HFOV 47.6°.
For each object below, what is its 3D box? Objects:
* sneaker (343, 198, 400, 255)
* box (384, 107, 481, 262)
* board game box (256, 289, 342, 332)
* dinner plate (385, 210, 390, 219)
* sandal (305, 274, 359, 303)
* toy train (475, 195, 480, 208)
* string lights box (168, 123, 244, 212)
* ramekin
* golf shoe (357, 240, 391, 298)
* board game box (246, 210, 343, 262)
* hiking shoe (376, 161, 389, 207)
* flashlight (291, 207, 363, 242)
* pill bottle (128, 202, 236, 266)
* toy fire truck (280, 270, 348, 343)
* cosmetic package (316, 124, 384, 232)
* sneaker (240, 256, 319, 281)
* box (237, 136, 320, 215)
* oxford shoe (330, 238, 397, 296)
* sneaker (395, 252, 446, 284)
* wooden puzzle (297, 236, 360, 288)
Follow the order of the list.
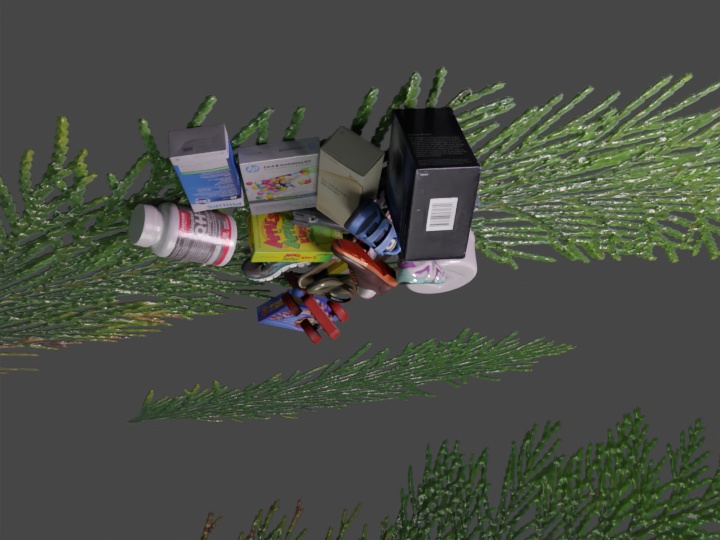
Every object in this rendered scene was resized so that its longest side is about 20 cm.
[{"bbox_3d":[0.031,-0.078,1.550,0.074,0.082,0.200,-45,162,8],"label":"sneaker"},{"bbox_3d":[0.121,-0.155,1.470,0.122,0.199,0.202,-3,130,-9],"label":"box"},{"bbox_3d":[-0.164,0.114,2.228,0.134,0.045,0.199,-28,150,36],"label":"board game box"},{"bbox_3d":[0.148,-0.101,1.830,0.197,0.024,0.201,2,136,2],"label":"dinner plate"},{"bbox_3d":[-0.051,0.051,1.927,0.080,0.058,0.200,-34,161,36],"label":"sandal"},{"bbox_3d":[0.160,-0.136,1.685,0.085,0.115,0.200,15,139,-40],"label":"toy train"},{"bbox_3d":[-0.281,-0.184,1.507,0.101,0.060,0.200,-8,156,-2],"label":"string lights box"},{"bbox_3d":[0.189,-0.022,1.988,0.198,0.099,0.201,-8,156,-4],"label":"ramekin"},{"bbox_3d":[0.019,-0.025,1.827,0.091,0.076,0.202,3,123,-26],"label":"golf shoe"},{"bbox_3d":[-0.138,-0.073,1.750,0.198,0.103,0.048,0,155,-20],"label":"board game box"},{"bbox_3d":[0.075,-0.166,1.653,0.100,0.077,0.200,10,149,-30],"label":"hiking shoe"},{"bbox_3d":[-0.045,-0.100,1.722,0.197,0.068,0.068,12,125,-1],"label":"flashlight"},{"bbox_3d":[-0.360,-0.076,1.654,0.198,0.112,0.110,10,150,-37],"label":"pill bottle"},{"bbox_3d":[-0.115,0.083,1.981,0.112,0.201,0.168,-37,175,-5],"label":"toy fire truck"},{"bbox_3d":[-0.023,-0.168,1.548,0.103,0.073,0.201,34,155,14],"label":"cosmetic package"},{"bbox_3d":[-0.181,-0.040,1.858,0.198,0.078,0.091,-19,153,-2],"label":"sneaker"},{"bbox_3d":[-0.149,-0.180,1.588,0.154,0.042,0.201,-8,155,-4],"label":"box"},{"bbox_3d":[0.000,0.000,1.748,0.073,0.071,0.199,-44,128,17],"label":"oxford shoe"},{"bbox_3d":[0.138,-0.041,1.810,0.077,0.142,0.200,-1,180,23],"label":"sneaker"},{"bbox_3d":[-0.026,-0.014,1.914,0.199,0.038,0.184,-38,159,27],"label":"wooden puzzle"}]
